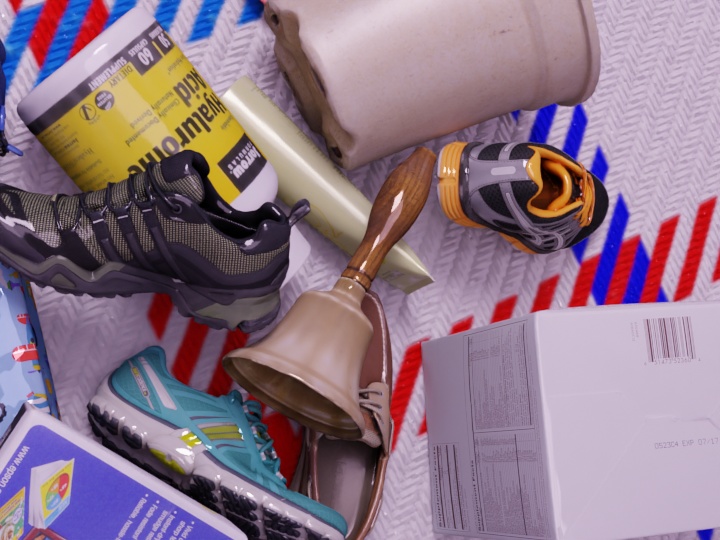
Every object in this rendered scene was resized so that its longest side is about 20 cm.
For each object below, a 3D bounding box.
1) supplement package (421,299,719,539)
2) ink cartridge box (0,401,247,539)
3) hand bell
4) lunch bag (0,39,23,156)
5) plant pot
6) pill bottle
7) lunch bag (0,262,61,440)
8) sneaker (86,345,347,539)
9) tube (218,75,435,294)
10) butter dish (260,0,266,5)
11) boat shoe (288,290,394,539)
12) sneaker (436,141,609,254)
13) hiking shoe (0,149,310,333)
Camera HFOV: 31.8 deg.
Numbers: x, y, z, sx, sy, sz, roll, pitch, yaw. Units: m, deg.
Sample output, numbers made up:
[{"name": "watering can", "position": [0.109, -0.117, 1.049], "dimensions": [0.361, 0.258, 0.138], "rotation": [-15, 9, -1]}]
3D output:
[{"name": "supplement package", "position": [0.167, 0.107, 0.881], "dimensions": [0.190, 0.200, 0.148], "rotation": [-2, 82, -20]}, {"name": "ink cartridge box", "position": [-0.167, 0.212, 0.748], "dimensions": [0.200, 0.047, 0.198], "rotation": [35, 82, -19]}, {"name": "hand bell", "position": [0.000, 0.000, 0.843], "dimensions": [0.104, 0.104, 0.201], "rotation": [32, 70, -12]}, {"name": "lunch bag", "position": [-0.307, -0.094, 0.774], "dimensions": [0.198, 0.136, 0.133], "rotation": [6, 81, -6]}, {"name": "plant pot", "position": [0.039, -0.171, 0.896], "dimensions": [0.183, 0.200, 0.201], "rotation": [-27, 91, -10]}, {"name": "pill bottle", "position": [-0.125, -0.066, 0.848], "dimensions": [0.111, 0.111, 0.200], "rotation": [-45, 107, -19]}, {"name": "lunch bag", "position": [-0.299, 0.075, 0.794], "dimensions": [0.199, 0.094, 0.152], "rotation": [-14, 82, -10]}, {"name": "sneaker", "position": [-0.088, 0.119, 0.838], "dimensions": [0.199, 0.078, 0.080], "rotation": [33, 60, 12]}, {"name": "tube", "position": [-0.028, -0.054, 0.909], "dimensions": [0.200, 0.052, 0.058], "rotation": [43, 27, -5]}, {"name": "butter dish", "position": [-0.028, -0.325, 0.907], "dimensions": [0.200, 0.148, 0.200], "rotation": [-35, 93, -20]}, {"name": "boat shoe", "position": [-0.006, 0.107, 0.889], "dimensions": [0.075, 0.072, 0.202], "rotation": [7, 80, -18]}, {"name": "sneaker", "position": [0.138, -0.054, 0.930], "dimensions": [0.199, 0.077, 0.079], "rotation": [2, 84, -52]}, {"name": "hiking shoe", "position": [-0.134, -0.035, 0.764], "dimensions": [0.199, 0.076, 0.101], "rotation": [14, 113, -15]}]
